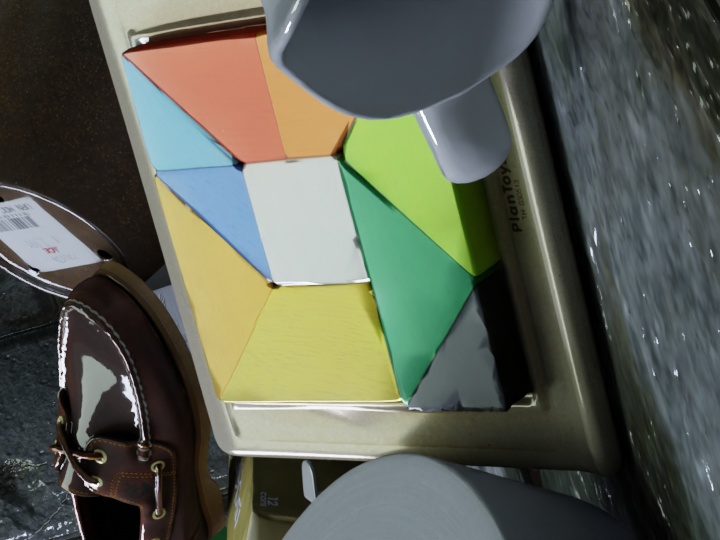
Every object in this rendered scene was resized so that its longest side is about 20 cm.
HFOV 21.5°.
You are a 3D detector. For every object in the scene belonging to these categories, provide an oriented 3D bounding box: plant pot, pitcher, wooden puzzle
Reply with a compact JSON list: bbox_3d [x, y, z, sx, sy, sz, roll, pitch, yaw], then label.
[{"bbox_3d":[-0.112,-0.092,0.913,0.187,0.186,0.201,78,-149,-56],"label":"plant pot"},{"bbox_3d":[-0.019,-0.127,0.506,0.201,0.121,0.172,61,176,23],"label":"pitcher"},{"bbox_3d":[-0.012,-0.018,0.635,0.199,0.037,0.186,0,110,45],"label":"wooden puzzle"}]

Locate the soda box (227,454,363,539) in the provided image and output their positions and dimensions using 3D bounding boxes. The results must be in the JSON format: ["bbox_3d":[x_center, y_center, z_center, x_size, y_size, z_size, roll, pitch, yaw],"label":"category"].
[{"bbox_3d":[-0.030,0.093,0.947,0.200,0.064,0.068,-97,19,-61],"label":"soda box"}]

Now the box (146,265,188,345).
[{"bbox_3d":[-0.069,-0.018,1.155,0.159,0.199,0.049,-110,2,-66],"label":"box"}]

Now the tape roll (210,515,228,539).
[{"bbox_3d":[-0.037,0.100,1.164,0.048,0.199,0.202,80,174,-73],"label":"tape roll"}]

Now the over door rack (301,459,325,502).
[{"bbox_3d":[-0.012,-0.019,0.818,0.148,0.066,0.202,-149,63,-62],"label":"over door rack"}]

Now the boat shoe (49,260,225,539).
[{"bbox_3d":[-0.110,0.084,0.892,0.070,0.070,0.201,34,148,35],"label":"boat shoe"}]

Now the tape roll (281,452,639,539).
[{"bbox_3d":[0.021,0.164,0.611,0.200,0.066,0.202,-37,44,47],"label":"tape roll"}]
